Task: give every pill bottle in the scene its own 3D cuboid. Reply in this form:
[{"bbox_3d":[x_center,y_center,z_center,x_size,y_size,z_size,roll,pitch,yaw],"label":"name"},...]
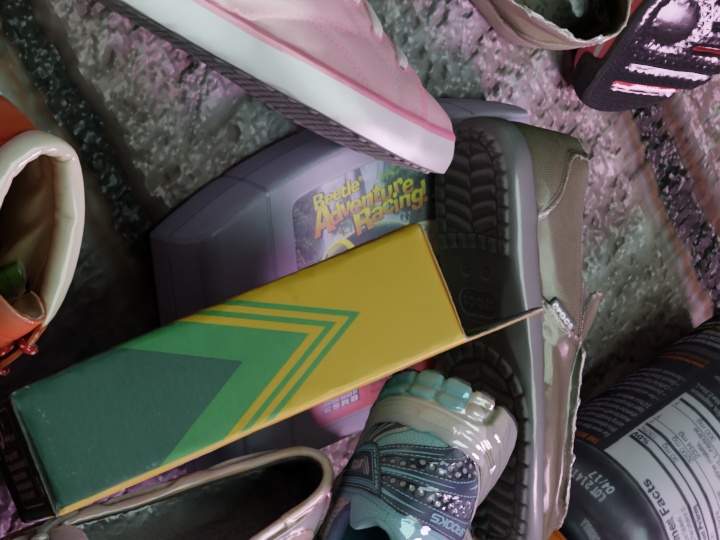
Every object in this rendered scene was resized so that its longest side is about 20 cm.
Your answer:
[{"bbox_3d":[0.137,0.106,1.288,0.200,0.106,0.107,-31,122,-31],"label":"pill bottle"}]

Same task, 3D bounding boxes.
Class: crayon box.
[{"bbox_3d":[-0.042,0.035,1.049,0.199,0.126,0.052,-22,89,-15],"label":"crayon box"}]

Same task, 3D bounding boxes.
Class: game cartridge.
[{"bbox_3d":[0.000,0.000,1.180,0.199,0.041,0.134,-23,114,-35],"label":"game cartridge"}]

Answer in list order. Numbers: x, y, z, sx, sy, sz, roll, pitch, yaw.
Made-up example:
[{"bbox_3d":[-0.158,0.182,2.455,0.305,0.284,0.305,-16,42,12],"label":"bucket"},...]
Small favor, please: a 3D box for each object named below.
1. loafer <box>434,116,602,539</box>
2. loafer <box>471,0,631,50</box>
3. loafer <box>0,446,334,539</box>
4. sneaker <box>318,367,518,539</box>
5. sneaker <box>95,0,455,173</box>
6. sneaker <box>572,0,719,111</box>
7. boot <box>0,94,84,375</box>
[{"bbox_3d":[0.077,0.029,1.182,0.069,0.075,0.201,-12,111,-34],"label":"loafer"},{"bbox_3d":[0.055,-0.161,1.152,0.200,0.068,0.076,38,78,-42],"label":"loafer"},{"bbox_3d":[-0.098,0.117,1.073,0.199,0.072,0.063,-24,163,-29],"label":"loafer"},{"bbox_3d":[0.006,0.124,1.150,0.200,0.077,0.087,99,17,-54],"label":"sneaker"},{"bbox_3d":[-0.024,-0.119,1.076,0.200,0.075,0.105,30,84,-29],"label":"sneaker"},{"bbox_3d":[0.153,-0.165,1.240,0.073,0.087,0.201,10,121,-37],"label":"sneaker"},{"bbox_3d":[-0.164,0.029,0.993,0.075,0.107,0.201,14,96,-45],"label":"boot"}]
